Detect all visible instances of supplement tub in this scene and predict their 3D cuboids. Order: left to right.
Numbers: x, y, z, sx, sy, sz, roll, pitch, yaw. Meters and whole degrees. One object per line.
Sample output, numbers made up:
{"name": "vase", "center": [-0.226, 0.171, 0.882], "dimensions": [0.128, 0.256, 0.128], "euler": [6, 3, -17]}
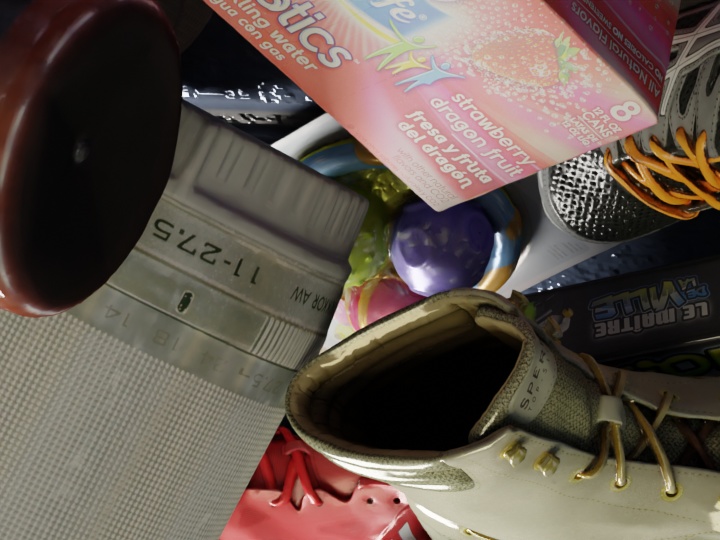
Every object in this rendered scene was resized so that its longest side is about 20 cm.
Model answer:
{"name": "supplement tub", "center": [-0.162, -0.063, 0.909], "dimensions": [0.200, 0.107, 0.107], "euler": [19, 147, 24]}

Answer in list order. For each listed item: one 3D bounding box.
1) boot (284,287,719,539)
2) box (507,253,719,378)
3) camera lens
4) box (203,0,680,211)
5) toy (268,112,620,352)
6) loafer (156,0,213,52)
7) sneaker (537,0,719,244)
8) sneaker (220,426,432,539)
{"name": "boot", "center": [0.091, 0.054, 0.998], "dimensions": [0.200, 0.072, 0.155], "euler": [-10, 153, 24]}
{"name": "box", "center": [0.129, 0.037, 1.081], "dimensions": [0.200, 0.035, 0.110], "euler": [-12, 148, 19]}
{"name": "camera lens", "center": [-0.106, 0.031, 1.014], "dimensions": [0.160, 0.200, 0.160], "euler": [28, -179, -1]}
{"name": "box", "center": [0.004, -0.123, 0.897], "dimensions": [0.095, 0.103, 0.200], "euler": [-21, 130, 38]}
{"name": "toy", "center": [0.000, 0.000, 1.102], "dimensions": [0.200, 0.047, 0.115], "euler": [-24, 131, 40]}
{"name": "loafer", "center": [-0.105, -0.132, 0.940], "dimensions": [0.063, 0.072, 0.200], "euler": [29, 173, 27]}
{"name": "sneaker", "center": [0.122, -0.054, 0.970], "dimensions": [0.078, 0.077, 0.200], "euler": [27, 143, -20]}
{"name": "sneaker", "center": [-0.042, 0.074, 1.207], "dimensions": [0.200, 0.078, 0.115], "euler": [27, 134, -36]}
